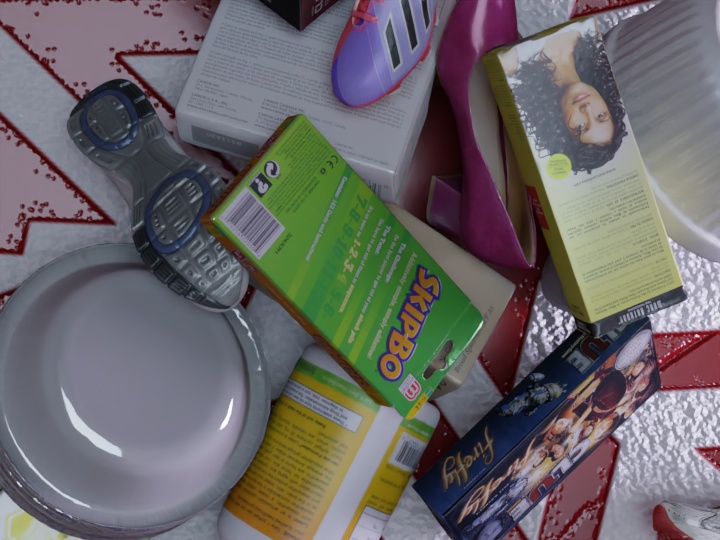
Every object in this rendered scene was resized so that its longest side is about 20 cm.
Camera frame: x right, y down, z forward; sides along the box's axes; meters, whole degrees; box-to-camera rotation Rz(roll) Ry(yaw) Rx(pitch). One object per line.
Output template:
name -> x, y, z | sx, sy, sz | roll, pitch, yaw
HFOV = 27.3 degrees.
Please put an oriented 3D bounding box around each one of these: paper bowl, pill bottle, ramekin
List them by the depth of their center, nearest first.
paper bowl -> -0.158, 0.079, 1.011 | 0.200, 0.104, 0.202 | 8, 70, -22
ramekin -> 0.268, -0.116, 1.057 | 0.199, 0.105, 0.201 | 20, 53, -30
pill bottle -> -0.034, 0.164, 1.058 | 0.111, 0.111, 0.201 | 28, 86, -7

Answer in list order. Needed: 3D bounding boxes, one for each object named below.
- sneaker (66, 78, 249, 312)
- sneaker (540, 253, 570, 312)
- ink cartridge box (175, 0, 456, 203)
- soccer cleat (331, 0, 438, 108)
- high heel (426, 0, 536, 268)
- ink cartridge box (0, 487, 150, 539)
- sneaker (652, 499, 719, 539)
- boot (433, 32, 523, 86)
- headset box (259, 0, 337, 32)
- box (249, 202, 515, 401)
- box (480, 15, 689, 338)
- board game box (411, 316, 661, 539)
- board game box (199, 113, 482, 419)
sneaker -> -0.126, -0.047, 1.021 | 0.074, 0.087, 0.200 | -34, 59, 0
sneaker -> 0.204, -0.062, 1.094 | 0.073, 0.116, 0.201 | 22, 85, -6
ink cartridge box -> -0.022, -0.161, 1.044 | 0.160, 0.050, 0.201 | 17, 65, 6
soccer cleat -> 0.031, -0.203, 0.977 | 0.201, 0.067, 0.076 | -57, 139, -7
high heel -> 0.098, -0.103, 1.015 | 0.067, 0.096, 0.201 | -7, 116, -43
ink cartridge box -> -0.249, 0.151, 1.059 | 0.200, 0.048, 0.146 | 43, 84, -8
sneaker -> 0.314, 0.186, 1.136 | 0.199, 0.078, 0.083 | 4, 85, -18
boot -> 0.038, -0.156, 1.088 | 0.155, 0.077, 0.201 | -24, 96, -6
headset box -> -0.040, -0.270, 1.023 | 0.149, 0.077, 0.200 | 38, 65, 18
box -> 0.000, 0.000, 1.072 | 0.199, 0.078, 0.095 | 33, 70, -8
box -> 0.149, -0.062, 0.987 | 0.075, 0.050, 0.201 | -23, 100, -7
board game box -> 0.133, 0.118, 1.074 | 0.200, 0.136, 0.035 | -43, 63, -6
board game box -> -0.007, 0.001, 0.982 | 0.200, 0.030, 0.096 | 46, 70, -19
